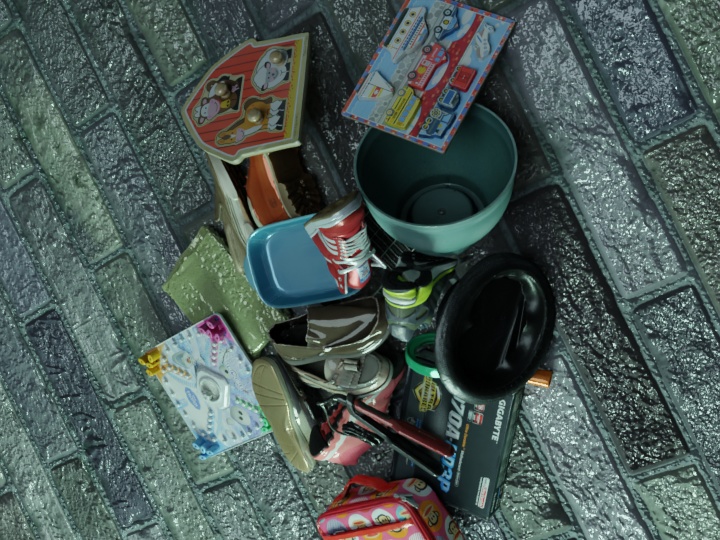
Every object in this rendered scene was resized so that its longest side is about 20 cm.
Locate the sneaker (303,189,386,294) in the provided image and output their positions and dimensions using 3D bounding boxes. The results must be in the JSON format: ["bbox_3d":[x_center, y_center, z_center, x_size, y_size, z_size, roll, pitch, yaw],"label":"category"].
[{"bbox_3d":[-0.012,-0.033,1.466,0.071,0.200,0.113,-31,92,-9],"label":"sneaker"}]

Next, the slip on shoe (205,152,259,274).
[{"bbox_3d":[-0.188,-0.090,1.695,0.061,0.076,0.200,-23,98,15],"label":"slip on shoe"}]

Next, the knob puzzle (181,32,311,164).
[{"bbox_3d":[-0.167,-0.239,1.605,0.219,0.030,0.220,-12,62,24],"label":"knob puzzle"}]

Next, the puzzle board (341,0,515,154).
[{"bbox_3d":[0.084,-0.255,1.465,0.151,0.017,0.200,24,75,22],"label":"puzzle board"}]

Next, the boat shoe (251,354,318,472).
[{"bbox_3d":[-0.100,0.201,1.708,0.072,0.065,0.200,5,124,46],"label":"boat shoe"}]

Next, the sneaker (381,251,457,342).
[{"bbox_3d":[0.071,0.028,1.481,0.074,0.200,0.081,12,109,19],"label":"sneaker"}]

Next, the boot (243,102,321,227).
[{"bbox_3d":[-0.137,-0.152,1.655,0.107,0.075,0.200,-20,87,45],"label":"boot"}]

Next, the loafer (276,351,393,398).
[{"bbox_3d":[-0.042,0.136,1.646,0.200,0.063,0.072,1,66,47],"label":"loafer"}]

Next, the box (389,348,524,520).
[{"bbox_3d":[0.132,0.226,1.619,0.159,0.046,0.200,19,112,24],"label":"box"}]

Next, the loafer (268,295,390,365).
[{"bbox_3d":[-0.045,0.082,1.587,0.200,0.071,0.073,-21,57,30],"label":"loafer"}]

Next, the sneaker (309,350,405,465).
[{"bbox_3d":[0.011,0.200,1.677,0.087,0.074,0.200,29,107,-30],"label":"sneaker"}]

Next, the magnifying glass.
[{"bbox_3d":[0.157,0.126,1.570,0.200,0.080,0.022,10,126,16],"label":"magnifying glass"}]

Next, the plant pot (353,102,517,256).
[{"bbox_3d":[0.100,-0.101,1.476,0.200,0.200,0.134,23,155,22],"label":"plant pot"}]

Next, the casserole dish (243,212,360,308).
[{"bbox_3d":[-0.069,-0.016,1.609,0.200,0.039,0.121,-11,97,29],"label":"casserole dish"}]

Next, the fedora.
[{"bbox_3d":[0.158,0.070,1.517,0.092,0.200,0.201,20,117,60],"label":"fedora"}]

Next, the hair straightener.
[{"bbox_3d":[0.026,0.233,1.603,0.200,0.041,0.077,25,111,3],"label":"hair straightener"}]

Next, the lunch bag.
[{"bbox_3d":[0.039,0.370,1.666,0.200,0.082,0.176,-23,102,42],"label":"lunch bag"}]

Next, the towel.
[{"bbox_3d":[-0.203,0.042,1.762,0.200,0.036,0.148,46,120,11],"label":"towel"}]

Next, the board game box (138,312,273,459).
[{"bbox_3d":[-0.231,0.184,1.792,0.200,0.026,0.200,-27,96,40],"label":"board game box"}]

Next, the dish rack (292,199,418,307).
[{"bbox_3d":[0.000,0.000,1.629,0.153,0.055,0.200,45,118,10],"label":"dish rack"}]
